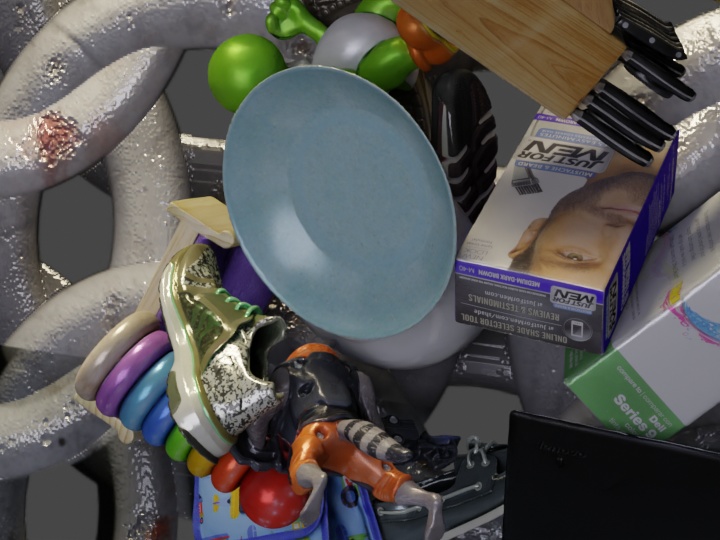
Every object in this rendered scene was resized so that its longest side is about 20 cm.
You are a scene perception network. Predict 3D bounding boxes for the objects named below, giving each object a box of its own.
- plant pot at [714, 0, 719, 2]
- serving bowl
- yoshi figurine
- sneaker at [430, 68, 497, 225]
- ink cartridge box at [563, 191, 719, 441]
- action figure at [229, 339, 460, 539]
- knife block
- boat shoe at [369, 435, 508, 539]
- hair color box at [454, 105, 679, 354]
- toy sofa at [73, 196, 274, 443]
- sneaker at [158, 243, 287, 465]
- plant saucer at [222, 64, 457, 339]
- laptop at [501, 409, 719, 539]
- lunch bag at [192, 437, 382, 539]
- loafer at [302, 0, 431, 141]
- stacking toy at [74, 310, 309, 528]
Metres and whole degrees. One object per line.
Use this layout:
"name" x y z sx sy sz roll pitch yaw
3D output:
"plant pot" 0.281 -0.258 1.188 0.188 0.200 0.202 12 100 35
"serving bowl" 0.000 0.000 1.321 0.200 0.066 0.201 24 137 24
"yoshi figurine" -0.034 -0.158 1.280 0.200 0.112 0.112 -30 91 28
"sneaker" 0.044 -0.059 1.326 0.115 0.076 0.201 8 121 28
"ink cartridge box" 0.247 0.023 1.235 0.200 0.145 0.088 -41 100 19
"action figure" 0.004 0.116 1.277 0.194 0.199 0.105 -124 42 -50
"knife block" 0.129 -0.149 1.216 0.199 0.064 0.176 -9 117 4
"boat shoe" 0.089 0.164 1.355 0.200 0.073 0.062 -34 86 26
"hair color box" 0.150 -0.034 1.244 0.109 0.200 0.065 12 133 19
"toy sofa" -0.141 0.046 1.422 0.097 0.083 0.200 33 105 16
"sneaker" -0.093 0.050 1.287 0.088 0.077 0.200 -24 45 12
"plant saucer" -0.008 -0.051 1.223 0.200 0.039 0.202 17 120 31
"laptop" 0.206 0.185 1.263 0.187 0.200 0.116 11 83 19
"lunch bag" -0.060 0.205 1.399 0.150 0.094 0.201 -19 77 41
"loafer" 0.012 -0.168 1.354 0.075 0.068 0.201 -12 107 22
"stacking toy" -0.123 0.125 1.339 0.200 0.085 0.085 42 107 8
